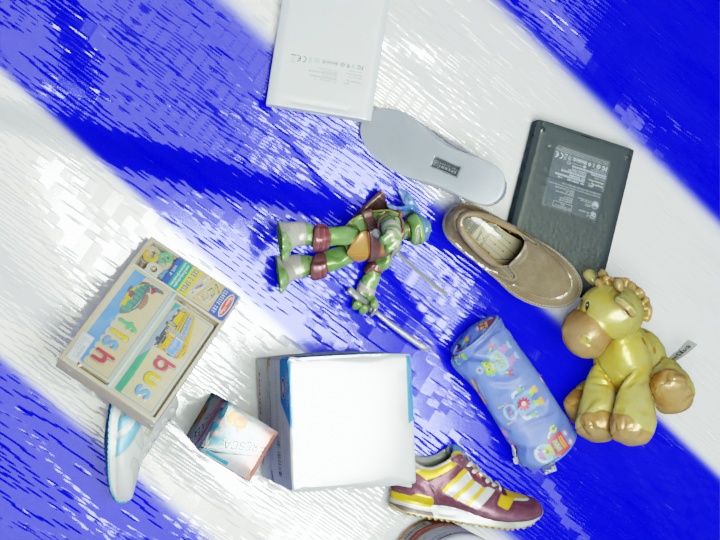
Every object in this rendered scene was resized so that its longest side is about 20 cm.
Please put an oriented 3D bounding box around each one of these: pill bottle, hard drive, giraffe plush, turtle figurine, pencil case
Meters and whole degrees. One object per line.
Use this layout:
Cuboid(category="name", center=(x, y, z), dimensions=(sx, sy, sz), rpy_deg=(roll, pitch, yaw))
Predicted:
Cuboid(category="pill bottle", center=(0.109, 0.360, 1.559), dimensions=(0.111, 0.200, 0.114), rpy_deg=(0, 88, -12))
Cuboid(category="hard drive", center=(0.261, -0.076, 1.695), dimensions=(0.138, 0.033, 0.202), rpy_deg=(16, 84, -12))
Cuboid(category="hard drive", center=(-0.037, -0.291, 1.628), dimensions=(0.130, 0.027, 0.202), rpy_deg=(9, 86, -2))
Cuboid(category="giraffe plush", center=(0.313, 0.090, 1.610), dimensions=(0.200, 0.172, 0.163), rpy_deg=(-45, 117, -28))
Cuboid(category="turtle figurine", center=(0.000, 0.000, 1.578), dimensions=(0.192, 0.144, 0.202), rpy_deg=(-5, 85, -9))
Cuboid(category="pencil case", center=(0.188, 0.156, 1.648), dimensions=(0.086, 0.078, 0.201), rpy_deg=(-34, 96, -5))

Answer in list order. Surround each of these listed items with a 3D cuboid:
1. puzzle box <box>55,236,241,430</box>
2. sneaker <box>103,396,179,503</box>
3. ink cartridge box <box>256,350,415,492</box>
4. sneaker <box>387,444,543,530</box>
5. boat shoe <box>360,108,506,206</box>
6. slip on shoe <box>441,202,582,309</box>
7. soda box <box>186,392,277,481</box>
Cuboid(category="puzzle box", center=(-0.241, 0.070, 1.528), dimensions=(0.132, 0.025, 0.201), rpy_deg=(34, 55, -3))
Cuboid(category="sneaker", center=(-0.255, 0.172, 1.547), dimensions=(0.080, 0.076, 0.202), rpy_deg=(9, 88, -14))
Cuboid(category="ink cartridge box", center=(-0.033, 0.169, 1.534), dimensions=(0.143, 0.200, 0.149), rpy_deg=(-2, 88, -15))
Cuboid(category="sneaker", center=(0.135, 0.263, 1.633), dimensions=(0.198, 0.075, 0.091), rpy_deg=(8, 91, -13))
Cuboid(category="boat shoe", center=(0.090, -0.134, 1.642), dimensions=(0.199, 0.065, 0.074), rpy_deg=(33, 92, 11))
Cuboid(category="slip on shoe", center=(0.191, -0.017, 1.629), dimensions=(0.199, 0.061, 0.076), rpy_deg=(36, 85, -10))
Cuboid(category="soda box", center=(-0.149, 0.186, 1.506), dimensions=(0.068, 0.200, 0.064), rpy_deg=(32, 81, -8))
